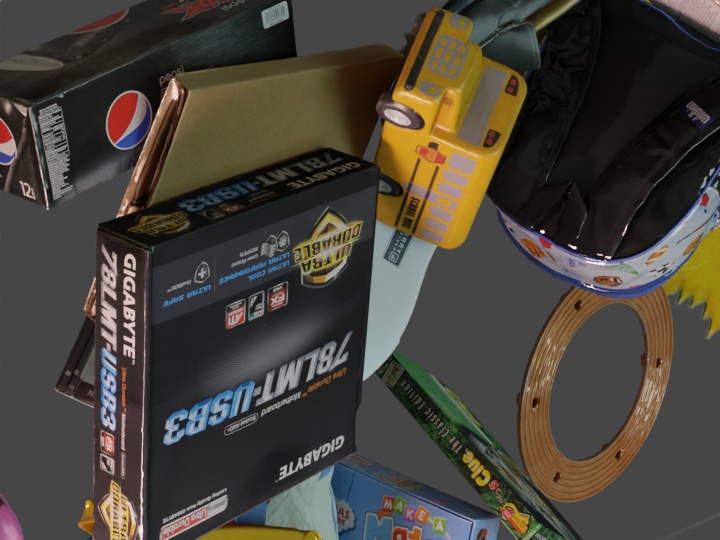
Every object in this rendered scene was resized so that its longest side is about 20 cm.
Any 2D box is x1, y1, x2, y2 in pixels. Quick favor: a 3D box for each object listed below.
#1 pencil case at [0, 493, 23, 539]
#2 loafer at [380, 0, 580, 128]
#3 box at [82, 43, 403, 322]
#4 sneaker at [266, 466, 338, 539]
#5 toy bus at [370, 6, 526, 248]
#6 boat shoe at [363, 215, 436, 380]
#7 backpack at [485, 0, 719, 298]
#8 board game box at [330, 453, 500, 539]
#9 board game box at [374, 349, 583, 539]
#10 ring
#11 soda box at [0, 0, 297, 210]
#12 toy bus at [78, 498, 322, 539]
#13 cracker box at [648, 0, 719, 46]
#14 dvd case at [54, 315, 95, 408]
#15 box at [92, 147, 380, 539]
[{"bbox_3d":[-0.283,0.178,1.157,0.200,0.094,0.091,-32,172,-37],"label":"pencil case"},{"bbox_3d":[0.093,-0.160,1.435,0.200,0.072,0.073,-49,175,-7],"label":"loafer"},{"bbox_3d":[-0.066,-0.054,1.275,0.200,0.021,0.164,-16,136,-51],"label":"box"},{"bbox_3d":[-0.049,0.148,1.440,0.071,0.072,0.201,-1,96,-13],"label":"sneaker"},{"bbox_3d":[0.049,-0.083,1.311,0.200,0.078,0.065,107,7,-70],"label":"toy bus"},{"bbox_3d":[0.000,0.000,1.422,0.072,0.068,0.201,33,69,-16],"label":"boat shoe"},{"bbox_3d":[0.182,-0.081,1.523,0.191,0.199,0.154,-51,152,-16],"label":"backpack"},{"bbox_3d":[0.009,0.239,1.464,0.036,0.151,0.201,0,106,-49],"label":"board game box"},{"bbox_3d":[0.084,0.130,1.474,0.023,0.200,0.105,-48,139,8],"label":"board game box"},{"bbox_3d":[0.185,0.087,1.710,0.200,0.019,0.202,-21,119,-43],"label":"ring"},{"bbox_3d":[-0.129,-0.107,1.227,0.200,0.071,0.064,-29,127,-38],"label":"soda box"},{"bbox_3d":[-0.119,0.193,1.326,0.199,0.135,0.193,9,83,-43],"label":"toy bus"},{"bbox_3d":[0.255,-0.241,1.526,0.134,0.200,0.058,-49,175,-23],"label":"cracker box"},{"bbox_3d":[-0.100,0.006,1.347,0.146,0.022,0.201,32,81,-50],"label":"dvd case"},{"bbox_3d":[-0.072,0.047,1.255,0.200,0.050,0.200,-22,123,-47],"label":"box"}]
